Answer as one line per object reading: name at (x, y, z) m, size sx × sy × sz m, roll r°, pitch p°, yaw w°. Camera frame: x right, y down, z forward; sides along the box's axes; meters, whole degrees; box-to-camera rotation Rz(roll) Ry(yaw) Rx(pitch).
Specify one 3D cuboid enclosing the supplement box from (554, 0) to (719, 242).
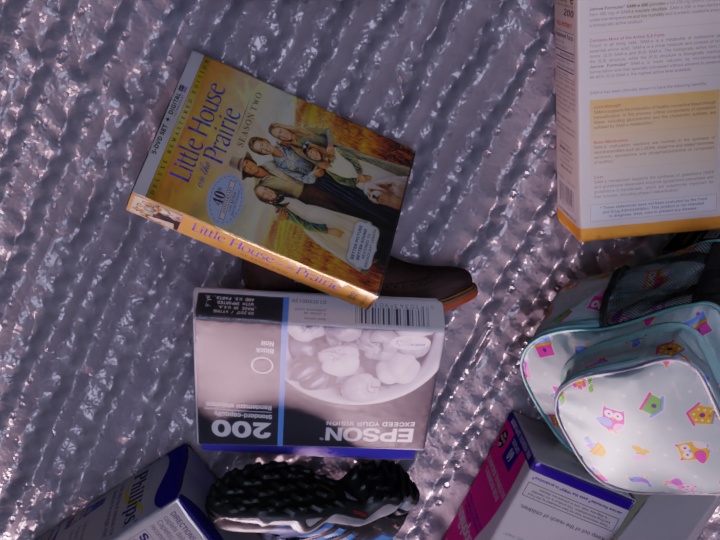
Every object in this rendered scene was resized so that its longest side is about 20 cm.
supplement box at (0.224, -0.133, 0.869) m, size 0.125 × 0.074 × 0.202 m, roll -5°, pitch 108°, yaw -3°

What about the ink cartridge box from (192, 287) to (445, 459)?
ink cartridge box at (-0.039, 0.103, 0.897) m, size 0.196 × 0.044 × 0.201 m, roll 2°, pitch 132°, yaw -3°

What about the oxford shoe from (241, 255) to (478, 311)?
oxford shoe at (0.000, 0.000, 0.896) m, size 0.198 × 0.071 × 0.073 m, roll 0°, pitch 102°, yaw -5°

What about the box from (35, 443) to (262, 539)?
box at (-0.182, 0.291, 0.952) m, size 0.199 × 0.105 × 0.185 m, roll -32°, pitch 106°, yaw 6°

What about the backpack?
backpack at (0.231, 0.087, 0.875) m, size 0.176 × 0.199 × 0.154 m, roll 55°, pitch 51°, yaw -23°

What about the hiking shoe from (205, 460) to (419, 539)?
hiking shoe at (-0.042, 0.218, 0.935) m, size 0.198 × 0.074 × 0.087 m, roll 6°, pitch 115°, yaw -28°

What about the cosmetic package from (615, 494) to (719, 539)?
cosmetic package at (0.247, 0.242, 0.933) m, size 0.200 × 0.050 × 0.083 m, roll -45°, pitch 151°, yaw -25°

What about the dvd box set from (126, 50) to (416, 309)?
dvd box set at (-0.063, -0.072, 0.840) m, size 0.198 × 0.147 × 0.029 m, roll 23°, pitch 147°, yaw -11°

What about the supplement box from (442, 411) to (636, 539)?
supplement box at (0.142, 0.246, 0.967) m, size 0.103 × 0.101 × 0.201 m, roll 22°, pitch 104°, yaw -11°

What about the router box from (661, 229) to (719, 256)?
router box at (0.361, 0.044, 0.891) m, size 0.052 × 0.157 × 0.201 m, roll -43°, pitch 109°, yaw -21°
